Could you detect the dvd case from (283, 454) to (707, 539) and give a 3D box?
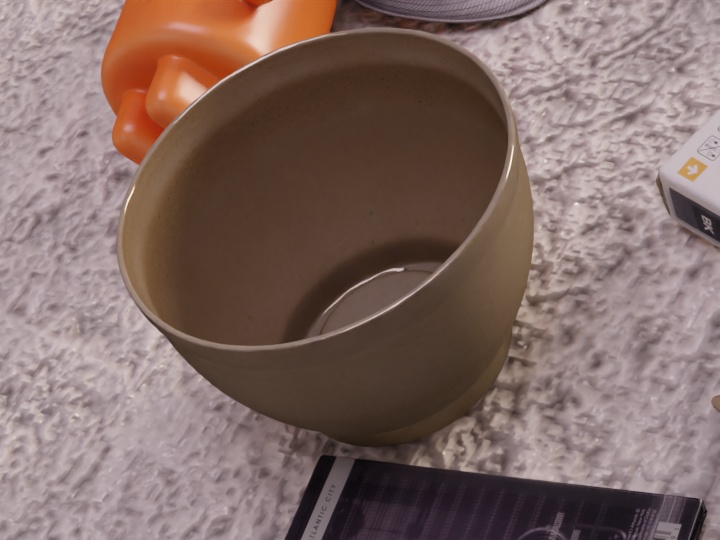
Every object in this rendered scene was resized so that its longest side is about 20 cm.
[{"bbox_3d":[0.043,0.157,1.105,0.199,0.016,0.149,4,54,29],"label":"dvd case"}]

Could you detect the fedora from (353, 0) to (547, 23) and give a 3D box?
[{"bbox_3d":[0.046,-0.234,1.408,0.177,0.090,0.200,-46,46,-17],"label":"fedora"}]

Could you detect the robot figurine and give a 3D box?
[{"bbox_3d":[-0.074,-0.138,1.363,0.116,0.144,0.201,7,52,11],"label":"robot figurine"}]

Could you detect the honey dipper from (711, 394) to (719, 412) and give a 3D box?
[{"bbox_3d":[0.224,-0.016,1.096,0.038,0.038,0.201,37,99,44],"label":"honey dipper"}]

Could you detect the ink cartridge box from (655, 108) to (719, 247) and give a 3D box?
[{"bbox_3d":[0.277,-0.061,1.166,0.198,0.043,0.200,-44,47,-13],"label":"ink cartridge box"}]

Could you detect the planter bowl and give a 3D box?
[{"bbox_3d":[0.000,0.000,1.185,0.199,0.135,0.201,-14,46,15],"label":"planter bowl"}]
